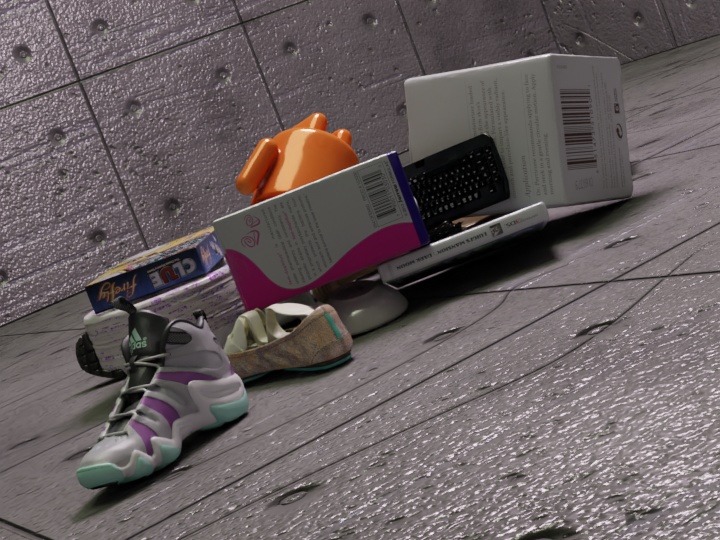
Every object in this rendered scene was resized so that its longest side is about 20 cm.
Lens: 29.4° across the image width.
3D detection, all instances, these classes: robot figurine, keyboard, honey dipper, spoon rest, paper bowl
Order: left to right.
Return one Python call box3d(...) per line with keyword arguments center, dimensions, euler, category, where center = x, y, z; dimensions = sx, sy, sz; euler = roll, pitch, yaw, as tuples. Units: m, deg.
box3d(center=(-0.208, 0.064, 1.578), dimensions=(0.200, 0.105, 0.201), euler=(-21, 7, 3), category="paper bowl")
box3d(center=(-0.069, -0.085, 1.603), dimensions=(0.116, 0.144, 0.201), euler=(3, 59, 17), category="robot figurine")
box3d(center=(-0.024, 0.040, 1.469), dimensions=(0.099, 0.061, 0.200), euler=(-26, 22, -25), category="spoon rest")
box3d(center=(0.000, 0.000, 1.591), dimensions=(0.038, 0.038, 0.200), euler=(-26, -1, -30), category="honey dipper")
box3d(center=(0.077, -0.072, 1.525), dimensions=(0.199, 0.105, 0.040), euler=(-22, 0, 39), category="keyboard")

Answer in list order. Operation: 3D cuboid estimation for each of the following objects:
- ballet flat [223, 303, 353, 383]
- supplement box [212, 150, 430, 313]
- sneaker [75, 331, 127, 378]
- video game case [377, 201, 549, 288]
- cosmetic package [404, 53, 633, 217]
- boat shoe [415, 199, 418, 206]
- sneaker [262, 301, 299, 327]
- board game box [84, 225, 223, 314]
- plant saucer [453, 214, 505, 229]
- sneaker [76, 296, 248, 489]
box3d(center=(-0.084, 0.067, 1.340), dimensions=(0.199, 0.068, 0.068), euler=(-15, 11, 43), category="ballet flat")
box3d(center=(-0.043, -0.038, 1.415), dimensions=(0.199, 0.102, 0.103), euler=(-21, 2, -5), category="supplement box")
box3d(center=(-0.263, 0.089, 1.762), dimensions=(0.199, 0.076, 0.088), euler=(-17, -7, 7), category="sneaker")
box3d(center=(0.112, -0.024, 1.476), dimensions=(0.181, 0.023, 0.200), euler=(-21, -5, 4), category="video game case")
box3d(center=(0.180, -0.150, 1.565), dimensions=(0.199, 0.166, 0.165), euler=(-3, 4, 38), category="cosmetic package")
box3d(center=(-0.030, -0.044, 1.495), dimensions=(0.199, 0.062, 0.072), euler=(-24, 41, -7), category="boat shoe")
box3d(center=(-0.116, 0.013, 1.697), dimensions=(0.078, 0.100, 0.200), euler=(-23, 7, -17), category="sneaker")
box3d(center=(-0.230, -0.005, 1.599), dimensions=(0.135, 0.035, 0.200), euler=(-20, 8, 7), category="board game box")
box3d(center=(0.115, -0.048, 1.758), dimensions=(0.199, 0.030, 0.200), euler=(-22, 7, 3), category="plant saucer")
box3d(center=(-0.187, 0.092, 1.164), dimensions=(0.077, 0.141, 0.200), euler=(-16, 8, 32), category="sneaker")
